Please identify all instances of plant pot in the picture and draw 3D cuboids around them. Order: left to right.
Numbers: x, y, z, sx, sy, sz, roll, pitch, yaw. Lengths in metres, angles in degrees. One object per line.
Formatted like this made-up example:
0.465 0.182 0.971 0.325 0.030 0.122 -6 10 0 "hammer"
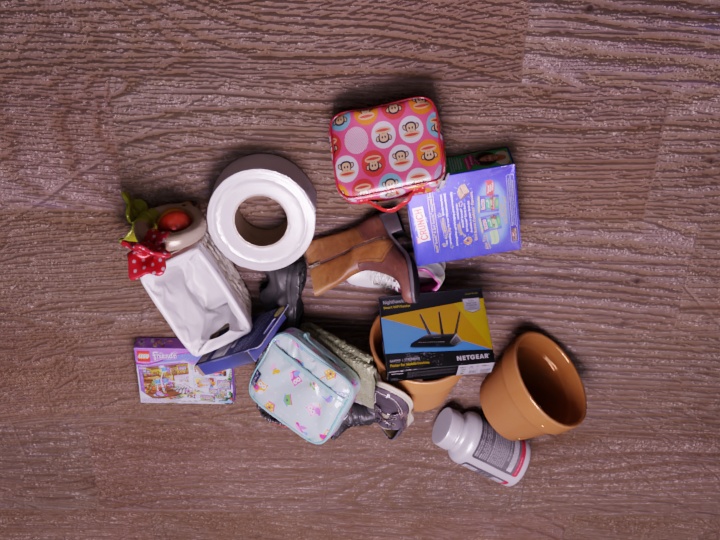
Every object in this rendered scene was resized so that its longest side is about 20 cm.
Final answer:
0.114 0.177 1.603 0.194 0.203 0.142 -1 136 -1 "plant pot"
0.329 0.244 1.637 0.198 0.203 0.140 34 130 -19 "plant pot"

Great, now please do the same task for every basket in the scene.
-0.298 0.032 1.541 0.133 0.124 0.202 -23 119 11 "basket"

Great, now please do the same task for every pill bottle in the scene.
0.253 0.368 1.749 0.197 0.112 0.112 28 116 -16 "pill bottle"

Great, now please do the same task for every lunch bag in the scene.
-0.107 0.209 1.544 0.198 0.077 0.162 34 108 11 "lunch bag"
0.049 -0.189 1.401 0.195 0.082 0.181 -8 83 8 "lunch bag"

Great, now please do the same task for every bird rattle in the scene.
-0.349 -0.075 1.449 0.160 0.200 0.115 -18 118 -19 "bird rattle"

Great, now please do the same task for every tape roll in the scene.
-0.176 -0.104 1.497 0.197 0.071 0.207 0 119 0 "tape roll"

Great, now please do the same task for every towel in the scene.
-0.037 0.187 1.605 0.198 0.036 0.150 28 145 33 "towel"

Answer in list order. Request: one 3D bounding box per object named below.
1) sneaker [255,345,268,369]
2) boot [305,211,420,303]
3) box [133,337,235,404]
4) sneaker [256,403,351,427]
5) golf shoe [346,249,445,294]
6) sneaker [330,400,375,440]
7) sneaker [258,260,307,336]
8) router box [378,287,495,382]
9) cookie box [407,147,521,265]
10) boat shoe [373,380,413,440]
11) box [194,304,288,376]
-0.167 0.214 1.683 0.083 0.078 0.203 -11 130 -1 "sneaker"
0.000 0.000 1.507 0.196 0.068 0.192 -21 74 10 "boot"
-0.355 0.205 1.686 0.194 0.039 0.140 2 120 -2 "box"
-0.106 0.271 1.646 0.195 0.098 0.073 -2 88 13 "sneaker"
0.065 0.006 1.553 0.194 0.092 0.077 -5 122 3 "golf shoe"
-0.035 0.308 1.718 0.197 0.060 0.106 28 82 -9 "sneaker"
-0.155 0.064 1.601 0.088 0.076 0.204 11 116 6 "sneaker"
0.135 0.117 1.506 0.194 0.152 0.051 -5 152 -4 "router box"
0.183 -0.114 1.494 0.195 0.076 0.175 -9 119 4 "cookie box"
0.058 0.267 1.546 0.071 0.066 0.201 23 159 19 "boat shoe"
-0.217 0.132 1.555 0.198 0.122 0.033 -20 116 42 "box"
